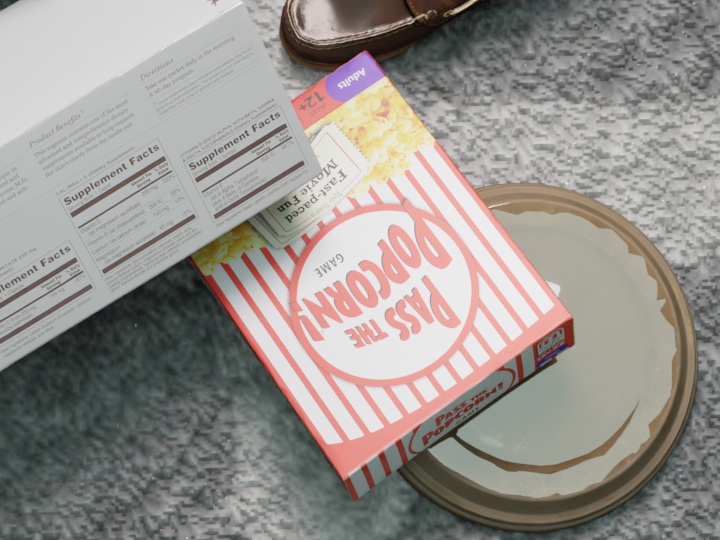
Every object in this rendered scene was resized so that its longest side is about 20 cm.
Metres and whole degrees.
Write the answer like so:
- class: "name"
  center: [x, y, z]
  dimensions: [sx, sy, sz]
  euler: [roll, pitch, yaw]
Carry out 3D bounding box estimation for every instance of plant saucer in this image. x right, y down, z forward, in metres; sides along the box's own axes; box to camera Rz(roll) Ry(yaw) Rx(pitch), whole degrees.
- class: "plant saucer"
  center: [0.095, 0.046, 1.109]
  dimensions: [0.198, 0.029, 0.202]
  euler: [1, 78, -3]

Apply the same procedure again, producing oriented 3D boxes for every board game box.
- class: "board game box"
  center: [0.000, 0.000, 1.078]
  dimensions: [0.151, 0.046, 0.201]
  euler: [-35, 69, -7]

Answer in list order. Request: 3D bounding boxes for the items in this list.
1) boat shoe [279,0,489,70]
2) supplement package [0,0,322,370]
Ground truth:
- class: "boat shoe"
  center: [0.044, -0.179, 1.131]
  dimensions: [0.198, 0.070, 0.071]
  euler: [-26, 82, -7]
- class: "supplement package"
  center: [-0.150, -0.071, 1.038]
  dimensions: [0.199, 0.156, 0.112]
  euler: [-31, 123, -9]
